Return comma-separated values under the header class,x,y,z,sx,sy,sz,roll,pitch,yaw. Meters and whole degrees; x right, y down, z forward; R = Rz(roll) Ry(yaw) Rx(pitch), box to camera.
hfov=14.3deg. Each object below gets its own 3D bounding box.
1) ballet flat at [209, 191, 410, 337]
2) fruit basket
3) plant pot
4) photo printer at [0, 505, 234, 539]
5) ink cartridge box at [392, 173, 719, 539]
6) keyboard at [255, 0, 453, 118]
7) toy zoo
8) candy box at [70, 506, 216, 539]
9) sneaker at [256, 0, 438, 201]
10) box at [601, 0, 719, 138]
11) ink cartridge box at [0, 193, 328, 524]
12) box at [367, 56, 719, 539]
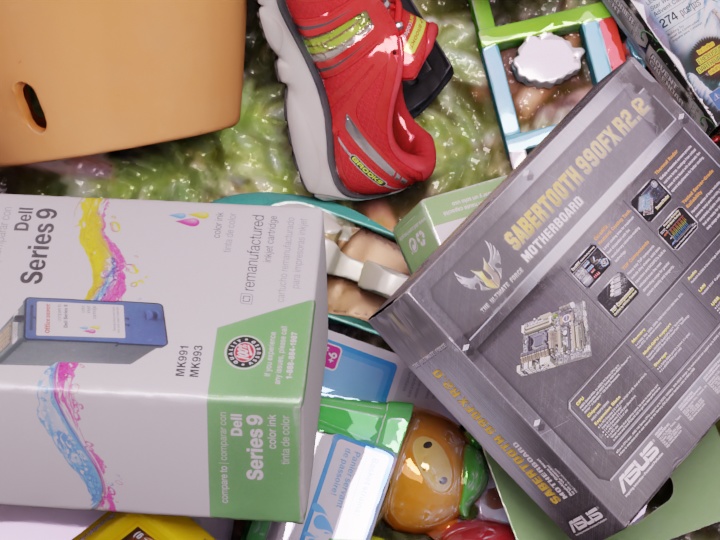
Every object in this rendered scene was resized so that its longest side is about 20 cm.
class,x,y,z,sx,sy,sz,roll,pitch,yaw
ballet flat,0.000,0.000,1.512,0.200,0.070,0.068,18,80,4
fruit basket,0.038,0.144,1.472,0.199,0.094,0.186,19,80,3
plant pot,-0.140,-0.133,1.486,0.199,0.200,0.140,-10,95,-2
photo printer,-0.165,0.097,1.493,0.199,0.069,0.167,-5,79,-1
ink cartridge box,0.118,0.045,1.469,0.145,0.048,0.200,-16,77,-29
keyboard,-0.011,-0.173,1.571,0.104,0.040,0.200,-33,82,17
toy zoo,0.141,-0.084,1.553,0.131,0.020,0.201,-14,80,-3
candy box,-0.067,0.197,1.433,0.200,0.102,0.026,42,39,-14
sneaker,-0.003,-0.131,1.494,0.085,0.077,0.200,-6,121,14
box,0.228,-0.177,1.548,0.200,0.040,0.137,-33,82,-15
ink cartridge box,-0.120,0.041,1.394,0.199,0.088,0.146,2,41,4
box,0.124,0.014,1.427,0.158,0.048,0.200,46,59,-3
